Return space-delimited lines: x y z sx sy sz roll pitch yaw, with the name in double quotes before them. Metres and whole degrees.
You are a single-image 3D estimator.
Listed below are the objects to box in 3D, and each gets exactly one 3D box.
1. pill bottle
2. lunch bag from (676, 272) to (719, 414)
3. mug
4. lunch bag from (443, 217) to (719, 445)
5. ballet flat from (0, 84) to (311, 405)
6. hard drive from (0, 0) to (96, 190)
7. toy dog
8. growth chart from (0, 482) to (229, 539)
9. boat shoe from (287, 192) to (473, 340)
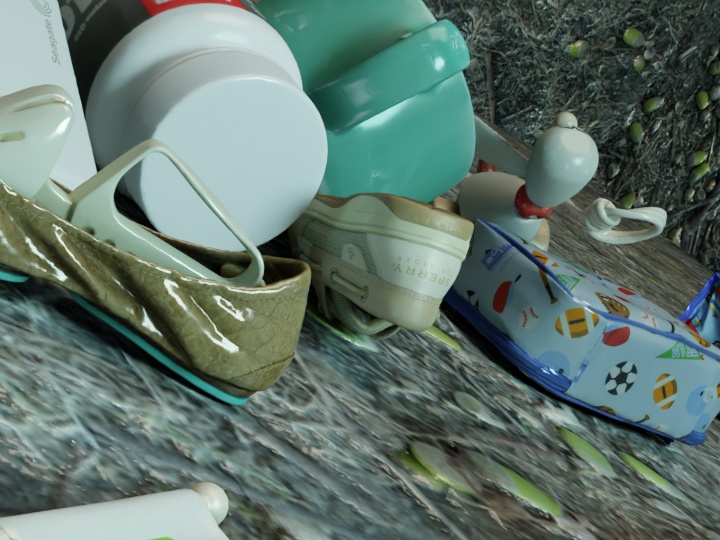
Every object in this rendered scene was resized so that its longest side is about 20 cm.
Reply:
"pill bottle" -0.097 -0.101 0.824 0.114 0.114 0.200 25 17 -37
"lunch bag" 0.371 0.117 1.390 0.150 0.094 0.200 29 20 -37
"mug" -0.021 -0.101 0.930 0.152 0.114 0.185 50 -24 25
"lunch bag" 0.153 0.041 1.071 0.200 0.076 0.160 25 10 -36
"ballet flat" -0.100 -0.021 0.570 0.200 0.072 0.068 29 11 -22
"hard drive" -0.192 -0.102 0.634 0.200 0.027 0.132 25 40 -51
"toy dog" 0.112 -0.065 1.118 0.132 0.097 0.200 22 -28 -34
"growth chart" -0.002 0.115 0.393 0.200 0.018 0.145 34 11 13
"boat shoe" 0.000 0.000 0.820 0.072 0.065 0.200 16 -4 -17
